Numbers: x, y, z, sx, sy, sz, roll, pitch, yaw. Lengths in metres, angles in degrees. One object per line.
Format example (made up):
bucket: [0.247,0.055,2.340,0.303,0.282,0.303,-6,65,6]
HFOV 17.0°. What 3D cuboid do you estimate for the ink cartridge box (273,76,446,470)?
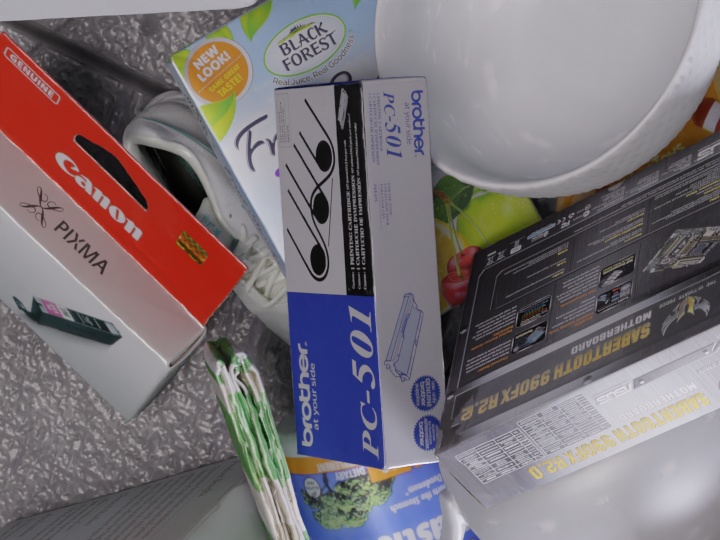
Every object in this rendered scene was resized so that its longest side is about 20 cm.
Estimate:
ink cartridge box: [0.000,0.000,1.280,0.094,0.044,0.202,3,98,58]

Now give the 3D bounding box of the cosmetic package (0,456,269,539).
cosmetic package: [-0.135,0.230,1.446,0.199,0.167,0.167,-17,99,22]

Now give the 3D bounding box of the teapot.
teapot: [0.145,0.111,1.328,0.199,0.198,0.146,-12,124,37]

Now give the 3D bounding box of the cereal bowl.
cereal bowl: [0.111,-0.132,1.275,0.199,0.083,0.202,-8,76,33]

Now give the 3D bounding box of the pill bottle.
pill bottle: [0.029,0.169,1.408,0.111,0.112,0.201,-15,100,20]

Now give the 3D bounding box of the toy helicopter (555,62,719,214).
toy helicopter: [0.185,-0.086,1.305,0.200,0.079,0.133,-36,78,17]

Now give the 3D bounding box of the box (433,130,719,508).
box: [0.137,0.019,1.234,0.199,0.159,0.048,-28,121,32]

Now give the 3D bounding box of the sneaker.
sneaker: [-0.069,-0.015,1.405,0.200,0.080,0.070,46,111,-1]

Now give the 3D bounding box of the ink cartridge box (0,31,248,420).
ink cartridge box: [-0.171,-0.021,1.407,0.200,0.044,0.174,44,150,2]

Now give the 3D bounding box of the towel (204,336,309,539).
towel: [-0.044,0.136,1.353,0.023,0.153,0.201,-20,95,-6]

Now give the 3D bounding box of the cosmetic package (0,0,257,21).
cosmetic package: [-0.120,-0.251,1.268,0.164,0.200,0.166,-1,125,18]

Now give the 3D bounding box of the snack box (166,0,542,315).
snack box: [0.000,-0.065,1.355,0.142,0.053,0.201,-29,95,-6]
